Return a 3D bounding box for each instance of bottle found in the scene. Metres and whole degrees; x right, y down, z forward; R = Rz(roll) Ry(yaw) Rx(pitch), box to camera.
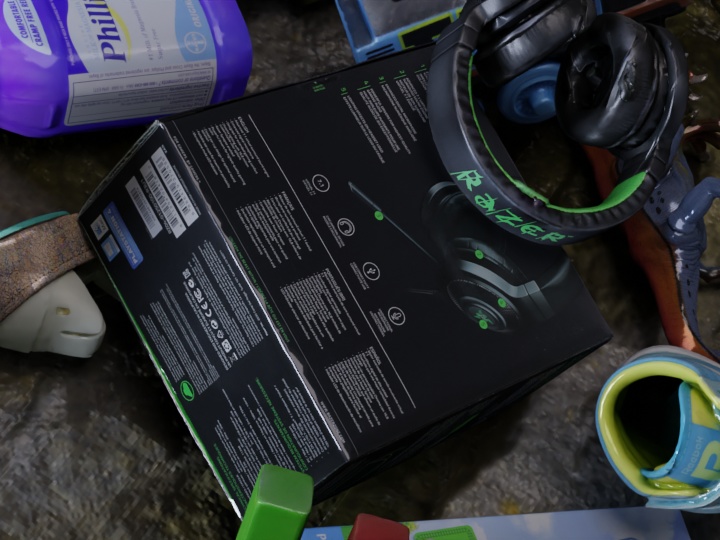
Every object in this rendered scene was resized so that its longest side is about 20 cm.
[{"bbox_3d":[-0.158,-0.110,1.003,0.199,0.065,0.084,-9,55,-26],"label":"bottle"}]

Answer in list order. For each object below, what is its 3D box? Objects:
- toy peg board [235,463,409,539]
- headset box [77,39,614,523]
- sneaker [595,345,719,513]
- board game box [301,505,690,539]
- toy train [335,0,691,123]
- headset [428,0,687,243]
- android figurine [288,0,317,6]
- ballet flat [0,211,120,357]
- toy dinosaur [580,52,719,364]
[{"bbox_3d":[0.013,0.181,0.753,0.198,0.098,0.200,16,38,-7],"label":"toy peg board"},{"bbox_3d":[0.000,0.000,0.924,0.199,0.093,0.175,-22,78,-41],"label":"headset box"},{"bbox_3d":[0.197,0.099,0.921,0.199,0.080,0.130,22,6,18],"label":"sneaker"},{"bbox_3d":[0.075,0.184,0.887,0.199,0.037,0.152,-1,54,-22],"label":"board game box"},{"bbox_3d":[0.081,-0.139,1.053,0.199,0.114,0.087,-20,54,2],"label":"toy train"},{"bbox_3d":[0.109,-0.111,0.934,0.123,0.094,0.201,32,60,-19],"label":"headset"},{"bbox_3d":[0.021,-0.219,1.170,0.199,0.041,0.182,-25,66,-33],"label":"android figurine"},{"bbox_3d":[-0.127,0.001,0.933,0.199,0.068,0.067,-28,76,-33],"label":"ballet flat"},{"bbox_3d":[0.167,-0.018,1.075,0.199,0.105,0.182,4,55,25],"label":"toy dinosaur"}]
